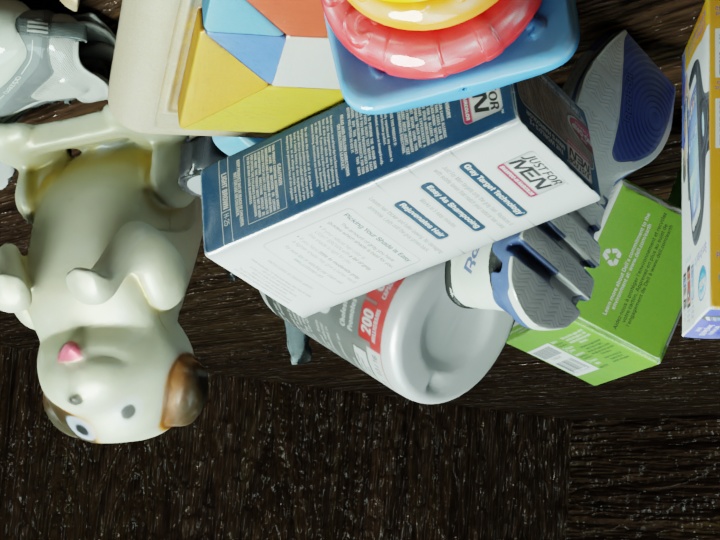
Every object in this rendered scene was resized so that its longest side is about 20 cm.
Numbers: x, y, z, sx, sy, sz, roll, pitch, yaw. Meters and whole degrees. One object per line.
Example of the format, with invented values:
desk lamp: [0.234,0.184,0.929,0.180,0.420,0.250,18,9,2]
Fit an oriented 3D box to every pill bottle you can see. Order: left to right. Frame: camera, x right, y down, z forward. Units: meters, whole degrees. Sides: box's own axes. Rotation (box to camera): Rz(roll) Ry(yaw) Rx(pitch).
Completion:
pill bottle: [0.000,0.000,1.136,0.113,0.115,0.199,13,-169,-46]

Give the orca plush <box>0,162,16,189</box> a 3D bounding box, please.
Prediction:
orca plush: [-0.343,-0.111,1.189,0.199,0.106,0.071,6,-158,-31]

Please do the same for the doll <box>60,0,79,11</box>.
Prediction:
doll: [-0.230,-0.176,0.806,0.198,0.049,0.136,11,171,-9]

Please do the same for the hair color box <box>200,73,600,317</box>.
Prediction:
hair color box: [0.020,-0.048,0.923,0.199,0.061,0.100,-22,147,26]

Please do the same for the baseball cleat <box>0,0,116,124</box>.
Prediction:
baseball cleat: [-0.209,-0.118,1.082,0.106,0.070,0.200,7,171,-13]

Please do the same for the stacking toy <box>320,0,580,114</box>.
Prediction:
stacking toy: [0.018,-0.160,0.696,0.115,0.111,0.200,-14,156,10]

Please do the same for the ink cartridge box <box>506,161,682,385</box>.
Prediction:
ink cartridge box: [0.187,-0.032,1.151,0.075,0.201,0.148,25,167,-5]

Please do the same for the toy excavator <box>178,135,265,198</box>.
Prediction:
toy excavator: [-0.028,-0.111,1.008,0.199,0.101,0.194,-13,150,35]

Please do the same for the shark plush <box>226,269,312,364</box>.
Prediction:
shark plush: [-0.070,-0.020,1.291,0.083,0.201,0.091,-26,168,15]

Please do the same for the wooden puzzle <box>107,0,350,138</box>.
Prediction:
wooden puzzle: [-0.026,-0.118,0.880,0.198,0.037,0.185,5,149,-12]

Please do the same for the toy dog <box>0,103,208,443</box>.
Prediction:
toy dog: [-0.165,0.012,1.089,0.138,0.202,0.194,-6,164,11]

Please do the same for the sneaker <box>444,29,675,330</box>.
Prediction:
sneaker: [0.100,-0.054,1.006,0.115,0.200,0.081,-2,141,50]

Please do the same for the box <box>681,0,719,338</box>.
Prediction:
box: [0.208,-0.045,0.958,0.041,0.202,0.119,3,170,4]
